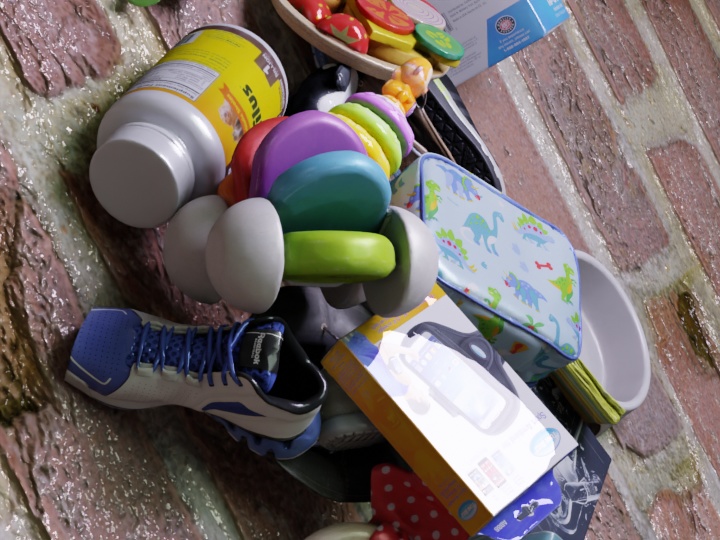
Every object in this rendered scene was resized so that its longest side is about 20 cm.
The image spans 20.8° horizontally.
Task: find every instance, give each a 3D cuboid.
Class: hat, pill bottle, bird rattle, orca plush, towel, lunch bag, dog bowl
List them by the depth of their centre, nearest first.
[{"bbox_3d":[0.011,0.250,1.503,0.162,0.113,0.201,-7,101,-19],"label":"bird rattle"},{"bbox_3d":[-0.140,-0.114,1.582,0.109,0.109,0.200,54,34,-14],"label":"pill bottle"},{"bbox_3d":[-0.043,0.107,1.583,0.200,0.081,0.201,22,56,-37],"label":"hat"},{"bbox_3d":[0.101,-0.001,1.688,0.200,0.082,0.161,30,43,-30],"label":"lunch bag"},{"bbox_3d":[-0.057,-0.123,1.774,0.105,0.071,0.201,94,10,-55],"label":"orca plush"},{"bbox_3d":[0.179,0.102,1.823,0.018,0.200,0.086,-40,98,-13],"label":"towel"},{"bbox_3d":[0.224,0.069,2.007,0.200,0.059,0.201,33,44,-39],"label":"dog bowl"}]

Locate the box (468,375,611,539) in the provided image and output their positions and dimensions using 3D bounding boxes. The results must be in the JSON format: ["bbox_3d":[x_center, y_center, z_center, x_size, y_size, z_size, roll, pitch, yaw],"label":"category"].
[{"bbox_3d":[0.111,0.165,1.741,0.200,0.104,0.182,52,33,-16],"label":"box"}]

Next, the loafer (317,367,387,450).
[{"bbox_3d":[0.045,0.096,1.560,0.199,0.075,0.070,-1,71,-44],"label":"loafer"}]

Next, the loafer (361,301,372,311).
[{"bbox_3d":[0.000,0.000,1.722,0.075,0.070,0.201,8,65,-44],"label":"loafer"}]

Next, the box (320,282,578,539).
[{"bbox_3d":[0.077,0.110,1.500,0.200,0.042,0.119,47,46,10],"label":"box"}]

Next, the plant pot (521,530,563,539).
[{"bbox_3d":[0.117,0.342,1.596,0.141,0.141,0.200,45,48,-25],"label":"plant pot"}]

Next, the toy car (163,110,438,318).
[{"bbox_3d":[-0.043,-0.044,1.474,0.174,0.200,0.151,3,92,-26],"label":"toy car"}]

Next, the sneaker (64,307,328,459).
[{"bbox_3d":[-0.107,0.064,1.434,0.199,0.115,0.081,20,59,-10],"label":"sneaker"}]

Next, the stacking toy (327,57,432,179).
[{"bbox_3d":[0.000,-0.108,1.653,0.110,0.116,0.200,39,64,4],"label":"stacking toy"}]

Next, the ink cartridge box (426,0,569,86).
[{"bbox_3d":[0.099,-0.306,2.016,0.201,0.144,0.085,59,33,-6],"label":"ink cartridge box"}]

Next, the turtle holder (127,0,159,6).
[{"bbox_3d":[-0.162,-0.313,1.669,0.185,0.141,0.132,15,38,-38],"label":"turtle holder"}]

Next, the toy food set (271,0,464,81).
[{"bbox_3d":[0.003,-0.241,1.840,0.197,0.049,0.200,15,28,-30],"label":"toy food set"}]

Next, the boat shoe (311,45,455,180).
[{"bbox_3d":[0.029,-0.163,1.882,0.200,0.072,0.072,57,34,-6],"label":"boat shoe"}]

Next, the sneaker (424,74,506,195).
[{"bbox_3d":[0.094,-0.141,1.961,0.201,0.072,0.083,61,32,-3],"label":"sneaker"}]
